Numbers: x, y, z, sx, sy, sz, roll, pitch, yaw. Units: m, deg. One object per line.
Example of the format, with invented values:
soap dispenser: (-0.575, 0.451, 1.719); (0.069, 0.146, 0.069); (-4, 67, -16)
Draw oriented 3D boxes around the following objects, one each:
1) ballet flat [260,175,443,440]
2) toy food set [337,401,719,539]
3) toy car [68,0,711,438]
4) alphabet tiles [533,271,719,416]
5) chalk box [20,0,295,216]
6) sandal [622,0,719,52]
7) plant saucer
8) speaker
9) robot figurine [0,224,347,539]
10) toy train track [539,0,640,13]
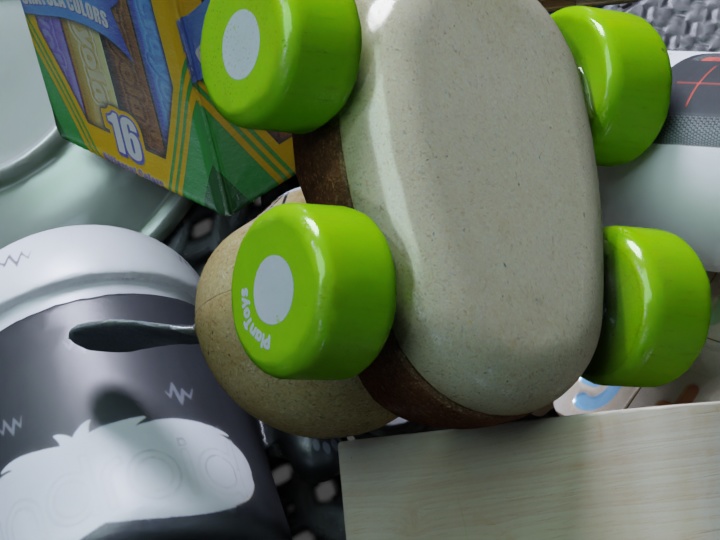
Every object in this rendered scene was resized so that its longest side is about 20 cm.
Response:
ballet flat: (0.000, 0.000, 1.045); (0.066, 0.057, 0.201); (-15, 53, 4)
toy food set: (0.067, 0.123, 0.888); (0.200, 0.060, 0.144); (-12, 81, 53)
toy car: (-0.009, -0.007, 0.903); (0.200, 0.164, 0.159); (-27, 66, 50)
alphabet tiles: (0.131, 0.028, 0.938); (0.196, 0.015, 0.200); (-55, 35, -10)
chalk box: (-0.064, -0.148, 1.020); (0.124, 0.201, 0.124); (-33, 38, -28)
sandal: (0.085, -0.058, 1.028); (0.199, 0.045, 0.075); (-25, 72, -8)
plant saucer: (-0.154, -0.077, 1.150); (0.199, 0.050, 0.201); (-11, 62, 22)
speaker: (0.163, -0.033, 0.885); (0.199, 0.081, 0.082); (9, 69, 50)
robot figurine: (-0.097, 0.079, 1.007); (0.125, 0.150, 0.201); (-52, 47, 41)
toy train track: (0.045, -0.117, 1.010); (0.199, 0.115, 0.033); (-9, 53, -28)
